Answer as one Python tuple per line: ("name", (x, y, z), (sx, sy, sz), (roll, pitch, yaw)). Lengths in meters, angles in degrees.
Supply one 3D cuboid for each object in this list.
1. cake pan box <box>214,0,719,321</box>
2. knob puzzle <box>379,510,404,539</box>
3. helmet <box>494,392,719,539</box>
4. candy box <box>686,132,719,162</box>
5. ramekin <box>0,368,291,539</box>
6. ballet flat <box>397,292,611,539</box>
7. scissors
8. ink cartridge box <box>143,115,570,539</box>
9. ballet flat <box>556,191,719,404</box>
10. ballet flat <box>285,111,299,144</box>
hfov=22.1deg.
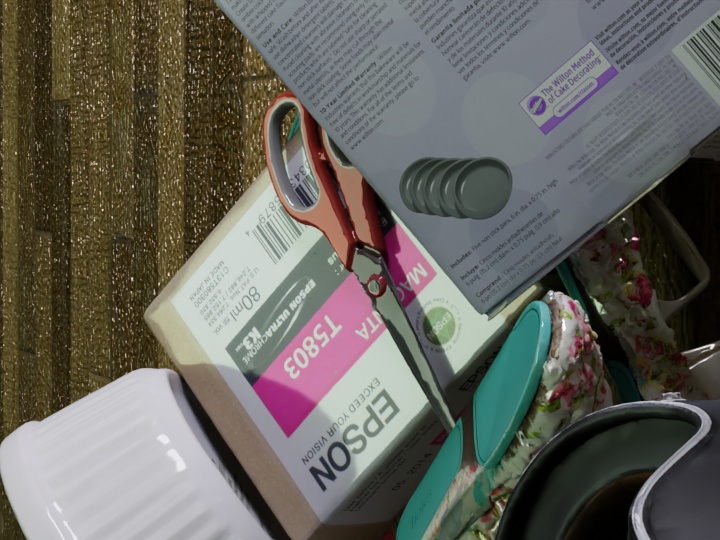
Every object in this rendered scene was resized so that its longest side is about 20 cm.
("cake pan box", (0.064, -0.110, 0.740), (0.184, 0.052, 0.200), (47, 119, -2))
("knob puzzle", (0.029, 0.183, 0.981), (0.219, 0.030, 0.221), (3, 94, 38))
("helmet", (0.138, 0.141, 0.659), (0.191, 0.199, 0.201), (-57, -22, -67))
("candy box", (0.141, -0.166, 0.794), (0.137, 0.061, 0.201), (-120, 39, -47))
("ramekin", (-0.090, 0.142, 0.957), (0.203, 0.094, 0.202), (53, -179, -1))
("ballet flat", (0.073, 0.079, 0.793), (0.200, 0.063, 0.076), (116, 165, -51))
("scissors", (0.000, 0.000, 0.900), (0.073, 0.014, 0.201), (-21, 76, 28))
("ink cartridge box", (0.003, 0.018, 0.949), (0.200, 0.075, 0.165), (-49, 63, 23))
("ballet flat", (0.131, 0.027, 0.809), (0.076, 0.064, 0.201), (60, -173, -82))
("ballet flat", (-0.019, -0.034, 1.104), (0.069, 0.067, 0.201), (70, -150, -58))
